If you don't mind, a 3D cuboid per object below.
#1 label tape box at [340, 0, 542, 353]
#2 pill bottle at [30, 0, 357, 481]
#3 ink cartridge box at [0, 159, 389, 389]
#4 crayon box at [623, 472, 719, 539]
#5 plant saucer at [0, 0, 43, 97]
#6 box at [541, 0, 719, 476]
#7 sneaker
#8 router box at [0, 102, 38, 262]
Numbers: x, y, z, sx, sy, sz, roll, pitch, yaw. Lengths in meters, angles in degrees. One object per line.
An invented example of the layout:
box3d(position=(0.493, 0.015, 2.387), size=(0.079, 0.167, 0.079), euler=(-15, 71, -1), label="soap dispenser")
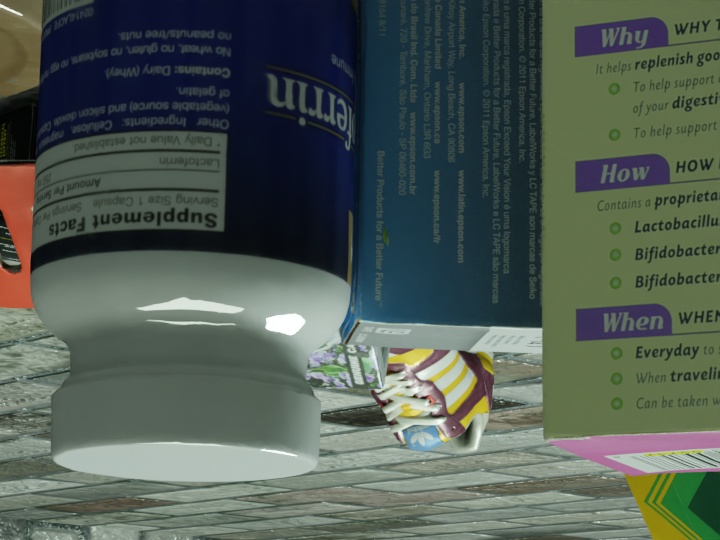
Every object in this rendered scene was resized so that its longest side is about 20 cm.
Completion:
box3d(position=(0.094, -0.042, 0.840), size=(0.198, 0.146, 0.063), euler=(2, 168, -5), label="label tape box")
box3d(position=(-0.059, -0.030, 0.775), size=(0.115, 0.202, 0.116), euler=(1, 169, 0), label="pill bottle")
box3d(position=(-0.089, 0.002, 0.994), size=(0.198, 0.051, 0.109), euler=(1, 140, 10), label="ink cartridge box")
box3d(position=(0.236, 0.061, 0.965), size=(0.199, 0.059, 0.172), euler=(-26, -173, -16), label="crayon box")
box3d(position=(-0.202, -0.103, 0.868), size=(0.198, 0.030, 0.200), euler=(1, 167, 0), label="plant saucer")
box3d(position=(0.156, -0.039, 0.710), size=(0.175, 0.202, 0.097), euler=(-5, 167, 24), label="box")
box3d(position=(0.039, 0.079, 1.540), size=(0.074, 0.091, 0.199), euler=(-7, 166, 33), label="sneaker")
box3d(position=(-0.122, -0.033, 1.124), size=(0.199, 0.052, 0.149), euler=(11, 166, -38), label="router box")
